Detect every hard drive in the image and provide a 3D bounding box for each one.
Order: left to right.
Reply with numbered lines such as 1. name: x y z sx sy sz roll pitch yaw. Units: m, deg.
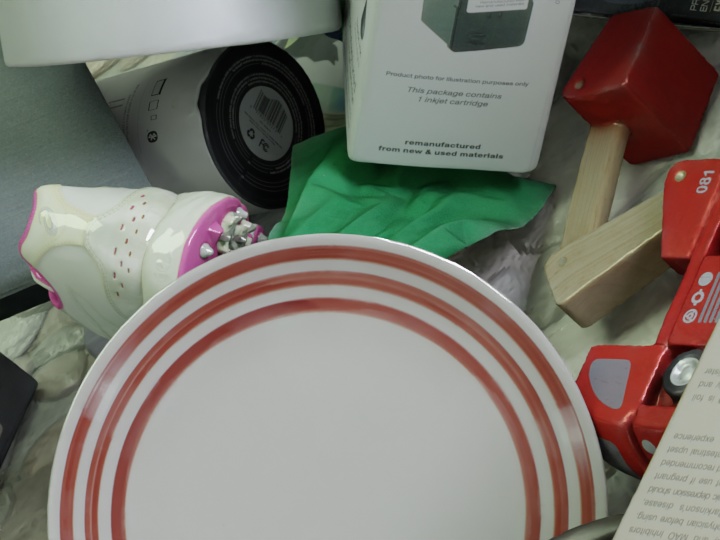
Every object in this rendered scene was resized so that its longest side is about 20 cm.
1. hard drive: -0.202 -0.031 1.081 0.200 0.033 0.140 -23 64 -15

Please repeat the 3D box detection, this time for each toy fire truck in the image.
1. toy fire truck: 0.118 -0.011 0.940 0.141 0.049 0.200 0 57 49

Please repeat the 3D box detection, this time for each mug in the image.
1. mug: -0.113 -0.181 1.048 0.199 0.176 0.148 -3 8 23

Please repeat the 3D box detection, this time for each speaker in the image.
1. speaker: -0.115 -0.054 1.175 0.200 0.081 0.081 -11 48 43

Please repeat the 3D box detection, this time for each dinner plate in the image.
1. dinner plate: -0.011 0.087 0.872 0.200 0.200 0.024 -51 5 -7

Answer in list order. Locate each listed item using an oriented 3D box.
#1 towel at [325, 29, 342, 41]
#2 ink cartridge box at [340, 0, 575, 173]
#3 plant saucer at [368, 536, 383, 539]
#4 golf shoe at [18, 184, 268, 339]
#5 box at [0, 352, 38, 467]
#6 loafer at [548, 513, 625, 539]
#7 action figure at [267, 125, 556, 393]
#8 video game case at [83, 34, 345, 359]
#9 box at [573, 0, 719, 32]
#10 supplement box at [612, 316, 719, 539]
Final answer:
1. towel: 0.033 -0.198 1.204 0.111 0.049 0.200 -11 46 18
2. ink cartridge box: 0.044 -0.162 0.992 0.084 0.200 0.146 3 47 -6
3. plant saucer: -0.065 0.127 0.941 0.201 0.039 0.202 -11 72 37
4. golf shoe: -0.088 0.002 1.038 0.091 0.200 0.076 14 77 7
5. box: -0.276 0.059 1.166 0.115 0.200 0.132 -11 48 43
6. loafer: 0.052 0.169 0.822 0.200 0.073 0.071 -49 44 5
7. action figure: 0.000 0.000 0.975 0.118 0.055 0.200 5 22 15
8. video game case: -0.062 -0.067 1.220 0.200 0.022 0.183 -34 36 18
9. box: 0.134 -0.228 1.015 0.164 0.086 0.200 -95 14 -47
10. supplement box: 0.145 0.090 0.738 0.073 0.126 0.200 4 58 48
